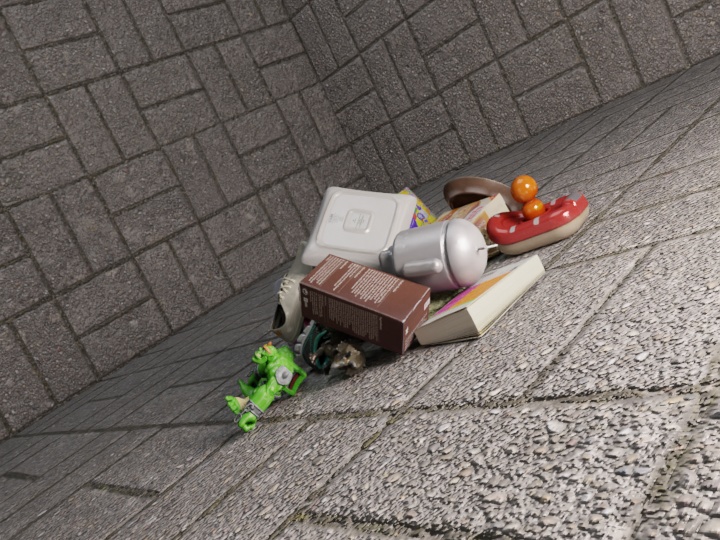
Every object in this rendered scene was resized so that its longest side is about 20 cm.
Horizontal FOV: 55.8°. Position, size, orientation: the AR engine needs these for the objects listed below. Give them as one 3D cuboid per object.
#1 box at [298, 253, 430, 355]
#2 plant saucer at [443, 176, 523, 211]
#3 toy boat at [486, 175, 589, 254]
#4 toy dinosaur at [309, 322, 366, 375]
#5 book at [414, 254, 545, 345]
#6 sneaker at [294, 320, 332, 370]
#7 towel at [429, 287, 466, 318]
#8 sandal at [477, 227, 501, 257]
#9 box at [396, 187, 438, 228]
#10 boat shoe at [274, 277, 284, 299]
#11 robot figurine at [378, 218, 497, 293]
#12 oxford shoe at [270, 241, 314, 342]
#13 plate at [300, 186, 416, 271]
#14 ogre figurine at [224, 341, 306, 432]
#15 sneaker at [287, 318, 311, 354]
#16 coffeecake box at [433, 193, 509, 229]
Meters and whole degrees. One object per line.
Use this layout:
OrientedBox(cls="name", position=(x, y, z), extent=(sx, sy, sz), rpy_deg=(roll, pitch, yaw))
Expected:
OrientedBox(cls="box", position=(0.006, 0.051, 1.112), extent=(0.196, 0.077, 0.100), rpy_deg=(18, 39, 26))
OrientedBox(cls="plant saucer", position=(0.289, -0.158, 1.622), extent=(0.199, 0.197, 0.033), rpy_deg=(-14, 53, 57))
OrientedBox(cls="toy boat", position=(0.326, -0.118, 1.299), extent=(0.197, 0.133, 0.130), rpy_deg=(-21, 10, 40))
OrientedBox(cls="toy dinosaur", position=(-0.031, 0.116, 1.162), extent=(0.100, 0.078, 0.202), rpy_deg=(-22, 35, 21))
OrientedBox(cls="book", position=(0.188, 0.046, 1.079), extent=(0.199, 0.049, 0.133), rpy_deg=(-34, 6, -38))
OrientedBox(cls="sneaker", position=(-0.052, 0.093, 1.254), extent=(0.076, 0.205, 0.091), rpy_deg=(15, 8, -27))
OrientedBox(cls="towel", position=(0.098, 0.043, 1.224), extent=(0.197, 0.037, 0.149), rpy_deg=(-27, 36, -8))
OrientedBox(cls="sandal", position=(0.240, -0.054, 1.408), extent=(0.209, 0.071, 0.077), rpy_deg=(-30, 11, -15))
OrientedBox(cls="box", position=(0.064, -0.074, 1.711), extent=(0.199, 0.122, 0.194), rpy_deg=(-37, -12, -48))
OrientedBox(cls="boat shoe", position=(-0.095, 0.055, 1.413), extent=(0.197, 0.072, 0.065), rpy_deg=(11, 13, 43))
OrientedBox(cls="robot figurine", position=(0.129, -0.022, 1.149), extent=(0.196, 0.116, 0.169), rpy_deg=(-11, 13, 28))
OrientedBox(cls="oxford shoe", position=(-0.135, 0.040, 1.353), extent=(0.057, 0.205, 0.075), rpy_deg=(16, -5, -30))
OrientedBox(cls="plate", position=(-0.003, -0.087, 1.322), extent=(0.195, 0.033, 0.203), rpy_deg=(7, 55, 15))
OrientedBox(cls="ogre figurine", position=(-0.162, 0.194, 1.187), extent=(0.120, 0.098, 0.200), rpy_deg=(-44, -9, 6))
OrientedBox(cls="sneaker", position=(-0.103, 0.135, 1.405), extent=(0.079, 0.091, 0.199), rpy_deg=(1, 15, -28))
OrientedBox(cls="coffeecake box", position=(0.230, -0.085, 1.567), extent=(0.153, 0.074, 0.198), rpy_deg=(-42, 14, -30))
